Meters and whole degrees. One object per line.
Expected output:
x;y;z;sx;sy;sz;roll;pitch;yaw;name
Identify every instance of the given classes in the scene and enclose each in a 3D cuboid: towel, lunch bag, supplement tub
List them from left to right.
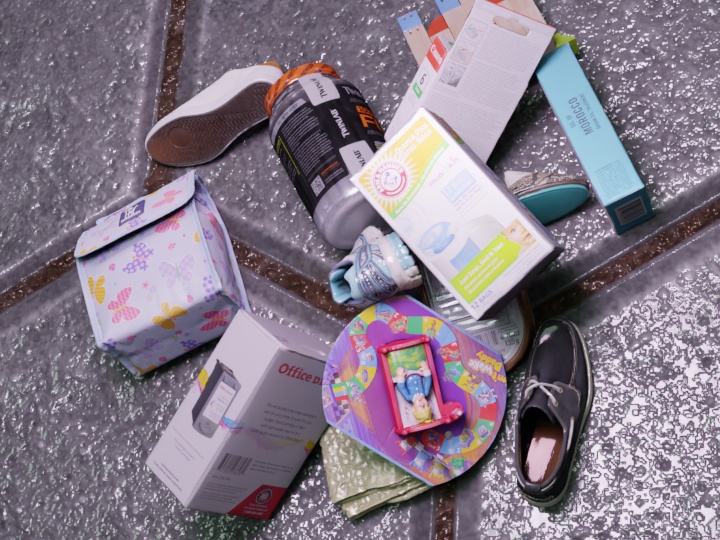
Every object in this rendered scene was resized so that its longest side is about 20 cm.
-0.240;-0.006;1.745;0.169;0.127;0.201;-24;56;9;lunch bag
-0.028;-0.135;1.710;0.122;0.123;0.201;-32;63;7;supplement tub
0.019;0.158;1.627;0.147;0.036;0.201;-21;65;14;towel

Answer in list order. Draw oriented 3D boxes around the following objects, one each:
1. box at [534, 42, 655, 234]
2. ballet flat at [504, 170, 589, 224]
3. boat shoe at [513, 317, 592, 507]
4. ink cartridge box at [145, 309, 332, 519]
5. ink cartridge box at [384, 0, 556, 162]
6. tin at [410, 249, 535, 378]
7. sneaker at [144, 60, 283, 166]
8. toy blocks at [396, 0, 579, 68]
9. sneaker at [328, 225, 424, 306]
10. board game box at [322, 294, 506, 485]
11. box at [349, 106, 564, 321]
0.254;-0.145;1.626;0.049;0.082;0.201;-26;63;8;box
0.154;-0.065;1.648;0.199;0.068;0.076;-33;51;10;ballet flat
0.198;0.140;1.547;0.071;0.068;0.202;2;69;23;boat shoe
-0.115;0.158;1.592;0.085;0.147;0.201;36;98;38;ink cartridge box
0.119;-0.204;1.639;0.201;0.108;0.050;-62;26;23;ink cartridge box
0.121;0.019;1.601;0.111;0.042;0.202;-16;86;10;tin
-0.174;-0.195;1.836;0.199;0.073;0.085;-23;29;20;sneaker
0.133;-0.272;1.726;0.199;0.100;0.137;-25;53;4;toy blocks
0.000;0.000;1.608;0.086;0.200;0.078;-25;91;-10;sneaker
0.063;0.123;1.538;0.199;0.039;0.159;32;83;-9;board game box
0.100;-0.058;1.535;0.112;0.101;0.200;-43;80;10;box
